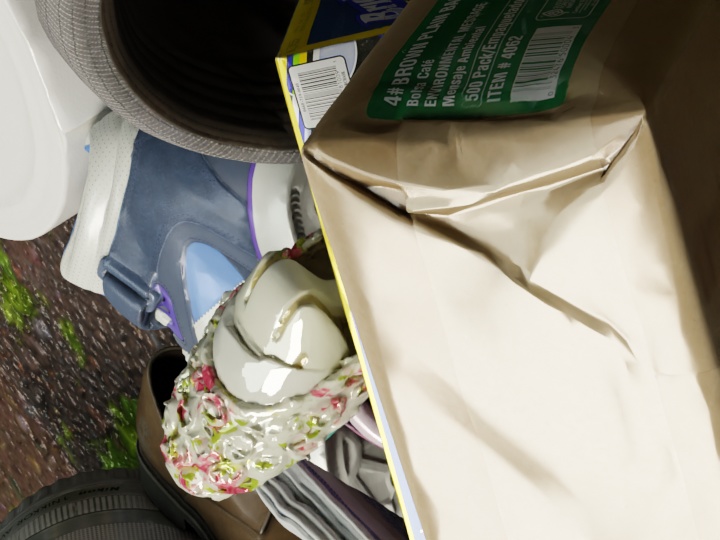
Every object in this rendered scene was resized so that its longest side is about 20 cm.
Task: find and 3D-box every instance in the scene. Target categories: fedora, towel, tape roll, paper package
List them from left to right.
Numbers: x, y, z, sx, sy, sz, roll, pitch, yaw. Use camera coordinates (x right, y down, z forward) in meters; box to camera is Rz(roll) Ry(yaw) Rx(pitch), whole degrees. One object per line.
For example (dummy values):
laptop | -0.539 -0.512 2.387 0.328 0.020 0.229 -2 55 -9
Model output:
tape roll | -0.167 -0.115 1.249 0.202 0.071 0.203 37 146 31
fedora | -0.023 -0.122 0.959 0.200 0.175 0.091 71 -170 -59
towel | 0.049 0.141 1.104 0.200 0.024 0.147 36 -176 -41
paper package | 0.083 -0.009 0.829 0.103 0.200 0.192 -6 118 27

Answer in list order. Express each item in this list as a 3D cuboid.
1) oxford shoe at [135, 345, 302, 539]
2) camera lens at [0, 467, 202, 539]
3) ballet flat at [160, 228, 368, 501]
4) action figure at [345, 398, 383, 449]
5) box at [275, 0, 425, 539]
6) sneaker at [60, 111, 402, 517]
oxford shoe | -0.039 0.098 1.272 0.199 0.072 0.085 32 142 37
camera lens | -0.109 0.200 1.323 0.200 0.159 0.161 -111 0 -67
ballet flat | 0.000 0.000 0.992 0.076 0.200 0.064 52 -177 31
action figure | 0.052 0.071 1.029 0.134 0.148 0.201 112 138 -61
box | 0.030 0.006 0.923 0.064 0.070 0.201 -11 111 11
sneaker | -0.055 0.021 1.186 0.146 0.080 0.201 10 122 38
